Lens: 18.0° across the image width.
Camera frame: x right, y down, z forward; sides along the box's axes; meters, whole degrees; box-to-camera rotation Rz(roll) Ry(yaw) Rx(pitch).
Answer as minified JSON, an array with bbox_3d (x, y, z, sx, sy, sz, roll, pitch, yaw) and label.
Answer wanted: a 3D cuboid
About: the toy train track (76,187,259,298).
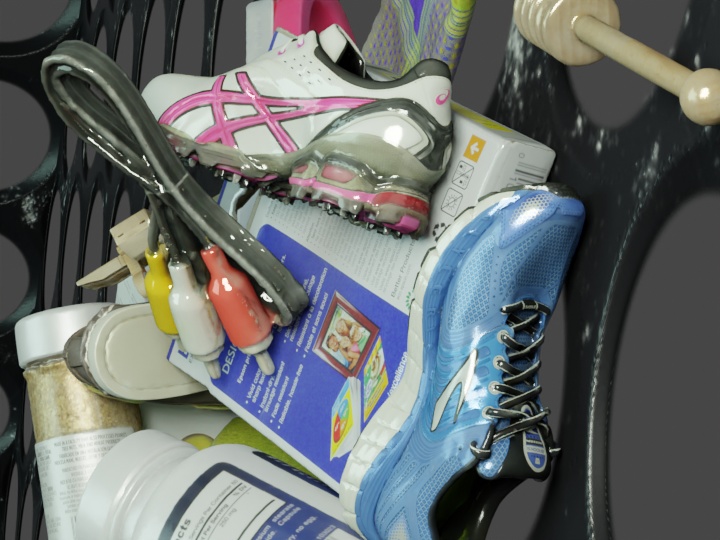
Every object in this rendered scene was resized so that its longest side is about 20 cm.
[{"bbox_3d":[-0.089,-0.003,1.314,0.033,0.115,0.200,62,-167,14],"label":"toy train track"}]

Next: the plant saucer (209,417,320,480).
[{"bbox_3d":[-0.043,0.199,1.283,0.200,0.048,0.200,14,99,49],"label":"plant saucer"}]

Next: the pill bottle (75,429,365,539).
[{"bbox_3d":[-0.049,0.156,1.170,0.200,0.111,0.111,24,113,34],"label":"pill bottle"}]

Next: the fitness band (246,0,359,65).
[{"bbox_3d":[-0.025,-0.086,1.385,0.144,0.037,0.200,52,-150,-52],"label":"fitness band"}]

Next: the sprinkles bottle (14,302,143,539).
[{"bbox_3d":[-0.154,0.122,1.322,0.068,0.068,0.201,141,120,-72],"label":"sprinkles bottle"}]

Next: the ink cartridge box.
[{"bbox_3d":[-0.006,-0.004,1.175,0.200,0.047,0.198,34,108,50],"label":"ink cartridge box"}]

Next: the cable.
[{"bbox_3d":[-0.094,-0.024,1.135,0.097,0.200,0.050,10,52,41],"label":"cable"}]

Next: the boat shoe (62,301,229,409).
[{"bbox_3d":[-0.073,0.047,1.313,0.059,0.200,0.072,-4,87,59],"label":"boat shoe"}]

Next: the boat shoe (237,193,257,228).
[{"bbox_3d":[-0.044,-0.024,1.539,0.066,0.070,0.200,-50,-23,-60],"label":"boat shoe"}]

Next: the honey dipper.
[{"bbox_3d":[0.112,-0.091,0.966,0.200,0.038,0.038,-127,44,-67],"label":"honey dipper"}]

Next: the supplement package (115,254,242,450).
[{"bbox_3d":[-0.083,0.107,1.444,0.151,0.151,0.201,-132,49,-72],"label":"supplement package"}]

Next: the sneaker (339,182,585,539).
[{"bbox_3d":[0.065,0.054,1.053,0.089,0.078,0.200,36,114,42],"label":"sneaker"}]

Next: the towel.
[{"bbox_3d":[0.033,-0.147,1.338,0.200,0.023,0.144,110,161,-47],"label":"towel"}]

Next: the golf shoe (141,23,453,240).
[{"bbox_3d":[-0.031,-0.078,1.139,0.200,0.073,0.092,17,88,40],"label":"golf shoe"}]
